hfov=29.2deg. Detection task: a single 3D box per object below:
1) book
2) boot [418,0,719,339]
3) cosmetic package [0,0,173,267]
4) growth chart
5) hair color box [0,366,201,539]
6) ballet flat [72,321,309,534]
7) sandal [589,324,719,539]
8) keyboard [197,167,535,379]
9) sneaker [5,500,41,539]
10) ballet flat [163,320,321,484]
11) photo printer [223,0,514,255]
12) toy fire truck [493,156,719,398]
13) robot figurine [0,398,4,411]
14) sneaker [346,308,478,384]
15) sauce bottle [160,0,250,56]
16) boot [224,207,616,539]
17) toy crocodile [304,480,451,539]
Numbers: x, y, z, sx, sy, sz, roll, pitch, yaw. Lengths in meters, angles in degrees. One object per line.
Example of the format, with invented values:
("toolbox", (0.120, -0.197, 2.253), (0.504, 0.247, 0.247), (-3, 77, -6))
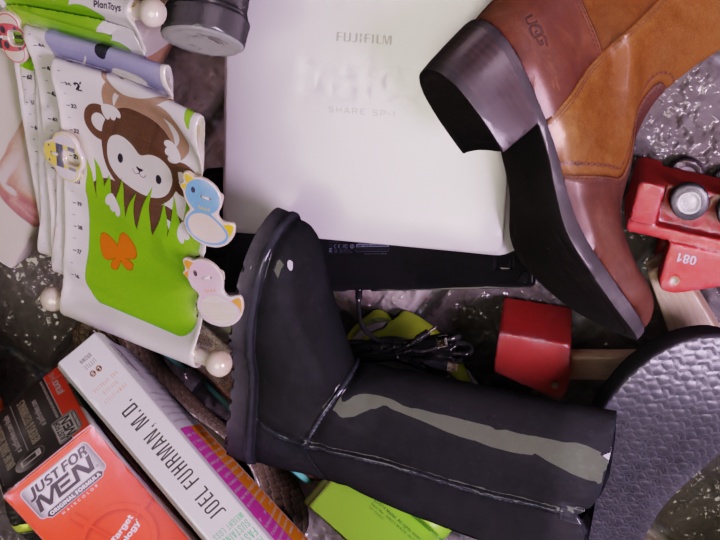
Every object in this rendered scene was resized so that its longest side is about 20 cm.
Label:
("book", (-0.081, 0.122, 0.756), (0.048, 0.134, 0.200), (-40, 86, -8))
("boot", (0.147, -0.090, 0.692), (0.200, 0.068, 0.189), (-41, 107, -15))
("cosmetic package", (-0.162, -0.114, 0.749), (0.087, 0.103, 0.200), (34, 116, -4))
("growth chart", (-0.123, -0.047, 0.681), (0.144, 0.018, 0.201), (10, 118, 33))
("hair color box", (-0.125, 0.157, 0.783), (0.061, 0.101, 0.200), (-39, 116, -8))
("ballet flat", (-0.108, 0.106, 0.864), (0.067, 0.046, 0.200), (-34, 103, 23))
("sandal", (0.146, 0.105, 0.772), (0.076, 0.043, 0.201), (18, 121, -13))
("keyboard", (0.000, 0.000, 0.782), (0.199, 0.021, 0.128), (-1, 76, 11))
("sneaker", (-0.138, 0.162, 0.886), (0.075, 0.076, 0.200), (-39, 120, 11))
("ballet flat", (-0.079, 0.044, 0.826), (0.200, 0.068, 0.067), (42, 87, -10))
("photo printer", (0.010, -0.115, 0.721), (0.166, 0.069, 0.201), (6, 106, 11))
("toy fire truck", (0.183, 0.013, 0.766), (0.199, 0.049, 0.142), (13, 115, 4))
("robot figurine", (-0.292, 0.090, 0.855), (0.116, 0.144, 0.201), (-11, 118, -27))
("sneaker", (0.065, 0.110, 0.813), (0.200, 0.081, 0.074), (36, 115, -6))
("sauce bottle", (-0.057, -0.203, 0.658), (0.066, 0.066, 0.201), (6, 80, 8))
("boot", (0.035, 0.062, 0.709), (0.199, 0.066, 0.165), (18, 132, 13))
("toy crocodile", (0.052, 0.180, 0.791), (0.200, 0.062, 0.068), (32, 76, 22))
